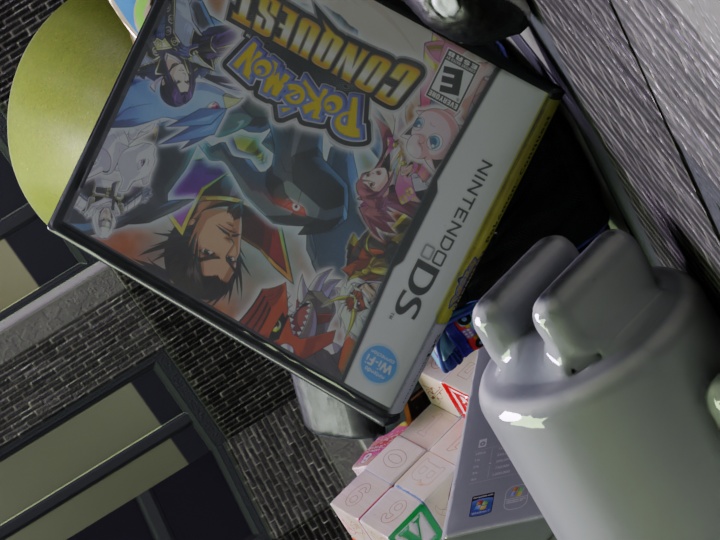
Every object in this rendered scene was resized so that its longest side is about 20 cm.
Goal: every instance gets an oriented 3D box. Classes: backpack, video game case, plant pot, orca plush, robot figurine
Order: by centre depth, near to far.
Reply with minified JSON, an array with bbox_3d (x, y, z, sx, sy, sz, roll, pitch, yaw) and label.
[{"bbox_3d":[0.129,0.079,1.226,0.169,0.113,0.200,0,125,54],"label":"robot figurine"},{"bbox_3d":[-0.003,-0.179,1.240,0.200,0.071,0.105,59,180,-2],"label":"orca plush"},{"bbox_3d":[-0.029,-0.052,1.305,0.200,0.181,0.025,29,-168,14],"label":"video game case"},{"bbox_3d":[0.013,-0.027,1.412,0.135,0.200,0.183,59,179,-26],"label":"backpack"},{"bbox_3d":[-0.096,-0.080,1.680,0.187,0.187,0.200,59,163,-25],"label":"plant pot"}]

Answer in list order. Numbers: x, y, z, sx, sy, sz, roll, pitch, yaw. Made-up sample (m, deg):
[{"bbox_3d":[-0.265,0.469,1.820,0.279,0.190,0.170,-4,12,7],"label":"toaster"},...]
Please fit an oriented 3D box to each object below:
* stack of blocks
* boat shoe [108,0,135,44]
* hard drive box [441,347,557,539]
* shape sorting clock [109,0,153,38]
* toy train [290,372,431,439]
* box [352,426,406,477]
[{"bbox_3d":[0.079,0.092,1.548,0.059,0.200,0.115,25,154,51],"label":"stack of blocks"},{"bbox_3d":[-0.097,-0.123,1.538,0.074,0.067,0.200,17,-167,-36],"label":"boat shoe"},{"bbox_3d":[0.120,0.112,1.429,0.156,0.077,0.200,58,-152,-34],"label":"hard drive box"},{"bbox_3d":[-0.066,-0.190,1.353,0.039,0.200,0.200,-19,-105,-52],"label":"shape sorting clock"},{"bbox_3d":[0.000,0.000,1.554,0.085,0.114,0.201,6,120,38],"label":"toy train"},{"bbox_3d":[0.107,0.127,1.720,0.200,0.095,0.103,-10,118,47],"label":"box"}]
